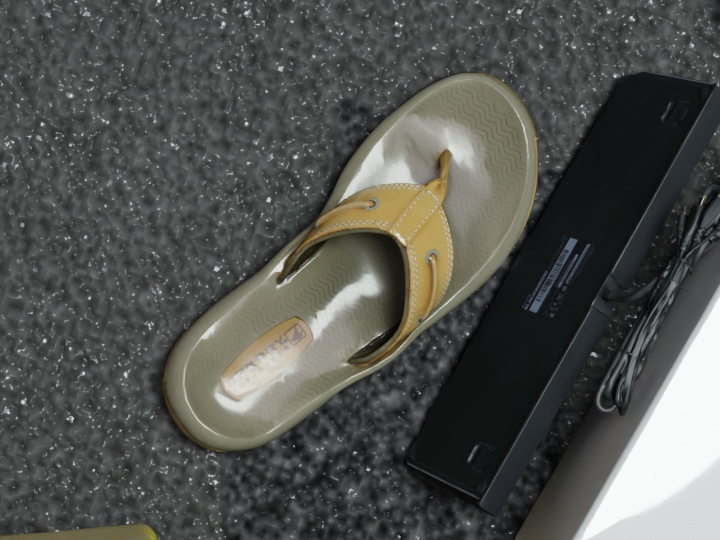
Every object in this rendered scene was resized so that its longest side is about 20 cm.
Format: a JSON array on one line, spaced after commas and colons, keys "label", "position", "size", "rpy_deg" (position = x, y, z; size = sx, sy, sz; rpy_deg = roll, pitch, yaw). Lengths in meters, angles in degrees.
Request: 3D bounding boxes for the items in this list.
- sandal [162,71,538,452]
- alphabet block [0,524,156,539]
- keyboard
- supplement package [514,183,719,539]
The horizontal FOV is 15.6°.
[{"label": "sandal", "position": [0.000, 0.000, 1.099], "size": [0.200, 0.054, 0.080], "rpy_deg": [-42, 91, -6]}, {"label": "alphabet block", "position": [-0.169, 0.205, 1.006], "size": [0.199, 0.195, 0.197], "rpy_deg": [-4, 89, -6]}, {"label": "keyboard", "position": [0.097, 0.010, 1.077], "size": [0.021, 0.127, 0.201], "rpy_deg": [32, 85, -27]}, {"label": "supplement package", "position": [0.169, 0.059, 1.078], "size": [0.121, 0.120, 0.200], "rpy_deg": [32, 85, -5]}]
